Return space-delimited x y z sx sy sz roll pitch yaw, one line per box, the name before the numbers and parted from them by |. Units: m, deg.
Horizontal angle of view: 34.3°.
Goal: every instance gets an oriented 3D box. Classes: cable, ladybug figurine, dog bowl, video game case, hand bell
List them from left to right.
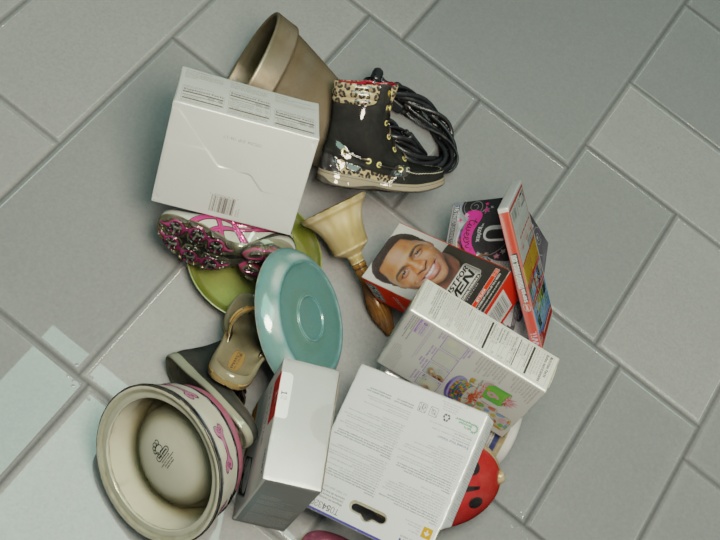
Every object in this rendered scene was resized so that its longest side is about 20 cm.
dog bowl | -0.231 0.231 1.446 0.201 0.200 0.073 52 31 12
hand bell | 0.000 0.000 1.675 0.103 0.104 0.203 -26 95 -25
cable | 0.076 -0.226 1.792 0.200 0.051 0.163 44 28 -6
ladybug figurine | 0.093 0.279 1.538 0.196 0.072 0.138 -7 95 5
video game case | 0.225 -0.008 1.581 0.017 0.143 0.203 -11 105 18

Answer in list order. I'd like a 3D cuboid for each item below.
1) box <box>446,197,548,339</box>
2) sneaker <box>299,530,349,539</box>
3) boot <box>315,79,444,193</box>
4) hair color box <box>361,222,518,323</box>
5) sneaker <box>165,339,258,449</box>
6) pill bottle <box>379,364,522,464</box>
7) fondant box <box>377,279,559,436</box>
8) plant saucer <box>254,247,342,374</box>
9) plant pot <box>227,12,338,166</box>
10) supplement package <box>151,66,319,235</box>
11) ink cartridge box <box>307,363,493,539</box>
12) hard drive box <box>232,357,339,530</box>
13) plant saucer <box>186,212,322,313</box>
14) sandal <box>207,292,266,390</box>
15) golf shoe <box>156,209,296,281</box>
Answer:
box | 0.190 0.014 1.675 0.113 0.132 0.203 -5 57 28
sneaker | 0.009 0.395 1.484 0.199 0.090 0.075 36 61 2
boot | 0.036 -0.193 1.680 0.197 0.073 0.153 2 103 -17
hair color box | 0.109 0.020 1.588 0.198 0.061 0.102 24 71 37
sneaker | -0.166 0.148 1.523 0.105 0.076 0.200 -23 41 -27
pill bottle | 0.117 0.183 1.606 0.198 0.111 0.112 25 61 -4
fondant box | 0.135 0.115 1.497 0.198 0.145 0.059 32 55 1
plant saucer | -0.076 0.066 1.579 0.199 0.027 0.203 32 52 -52
plant pot | -0.104 -0.249 1.720 0.172 0.199 0.202 29 59 -19
supplement package | -0.170 -0.162 1.591 0.197 0.157 0.112 14 32 -11
ink cartridge box | 0.045 0.245 1.489 0.194 0.043 0.202 20 77 27
hard drive box | -0.095 0.223 1.473 0.076 0.200 0.158 15 61 -11
plant saucer | -0.153 -0.015 1.669 0.196 0.031 0.203 6 64 -13
sandal | -0.149 0.083 1.534 0.079 0.055 0.201 21 29 -2
golf shoe | -0.186 -0.046 1.624 0.197 0.073 0.093 19 42 -13
